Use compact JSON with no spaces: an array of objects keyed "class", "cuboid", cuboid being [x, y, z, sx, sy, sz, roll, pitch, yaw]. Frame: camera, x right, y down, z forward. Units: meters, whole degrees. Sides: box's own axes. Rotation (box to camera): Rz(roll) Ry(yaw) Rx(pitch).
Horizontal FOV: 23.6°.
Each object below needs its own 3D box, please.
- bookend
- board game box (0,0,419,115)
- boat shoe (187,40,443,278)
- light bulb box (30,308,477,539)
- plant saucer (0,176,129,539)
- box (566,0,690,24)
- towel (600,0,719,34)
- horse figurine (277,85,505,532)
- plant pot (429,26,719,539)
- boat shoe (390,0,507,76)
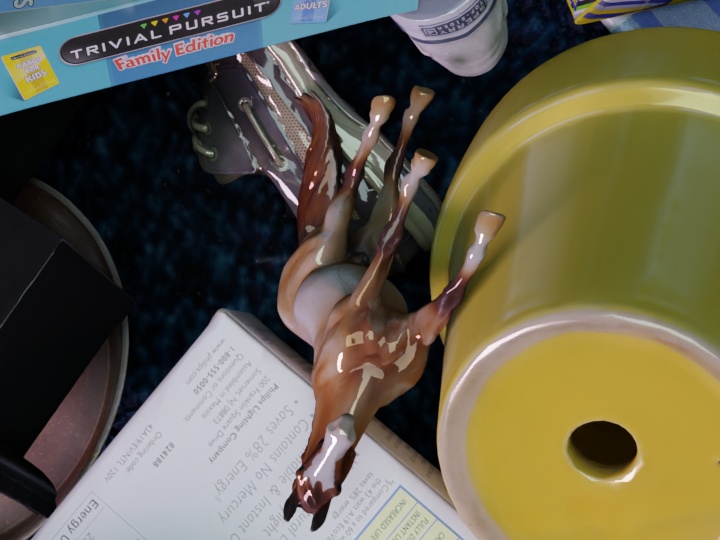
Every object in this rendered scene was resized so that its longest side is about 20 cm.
[{"class":"bookend","cuboid":[-0.168,-0.035,0.751,0.198,0.092,0.200,29,80,25]},{"class":"board game box","cuboid":[-0.094,-0.152,0.719,0.199,0.047,0.151,-16,56,-10]},{"class":"boat shoe","cuboid":[-0.047,-0.070,0.800,0.073,0.074,0.200,-44,85,1]},{"class":"light bulb box","cuboid":[-0.041,0.155,0.766,0.200,0.125,0.198,40,91,4]},{"class":"plant saucer","cuboid":[-0.196,0.048,0.801,0.199,0.034,0.201,-5,69,13]},{"class":"box","cuboid":[0.177,-0.163,0.743,0.199,0.070,0.065,-14,79,-27]},{"class":"towel","cuboid":[0.122,-0.188,0.781,0.147,0.024,0.200,-37,87,-32]},{"class":"horse figurine","cuboid":[0.000,0.000,0.697,0.050,0.200,0.133,17,112,-20]},{"class":"plant pot","cuboid":[0.114,0.026,0.692,0.200,0.189,0.202,8,119,15]},{"class":"boat shoe","cuboid":[0.025,-0.171,0.800,0.074,0.086,0.202,-27,58,7]}]
